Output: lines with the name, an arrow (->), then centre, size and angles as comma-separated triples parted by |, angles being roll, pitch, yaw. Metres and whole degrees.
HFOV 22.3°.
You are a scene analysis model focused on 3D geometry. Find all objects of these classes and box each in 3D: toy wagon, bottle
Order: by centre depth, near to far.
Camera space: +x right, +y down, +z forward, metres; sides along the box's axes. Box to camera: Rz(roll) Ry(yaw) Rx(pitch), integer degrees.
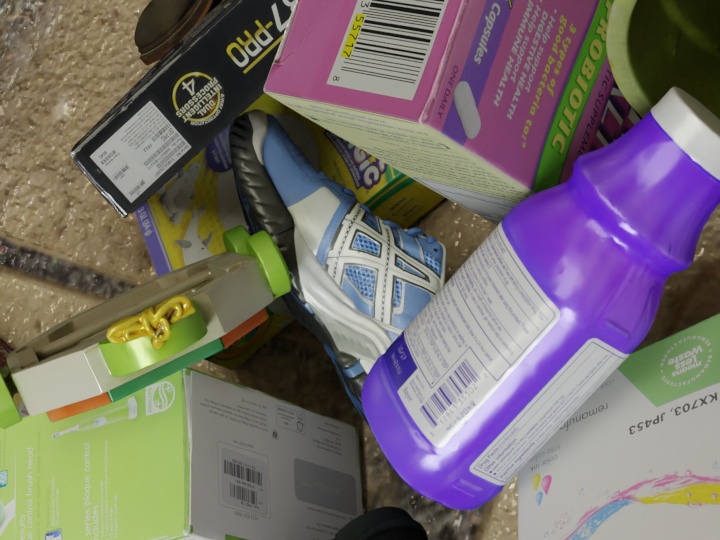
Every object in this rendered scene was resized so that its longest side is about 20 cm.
bottle -> 0.085, 0.010, 0.789 | 0.200, 0.065, 0.084 | -49, 38, 17
toy wagon -> -0.107, 0.030, 0.870 | 0.154, 0.040, 0.200 | -26, 9, -11

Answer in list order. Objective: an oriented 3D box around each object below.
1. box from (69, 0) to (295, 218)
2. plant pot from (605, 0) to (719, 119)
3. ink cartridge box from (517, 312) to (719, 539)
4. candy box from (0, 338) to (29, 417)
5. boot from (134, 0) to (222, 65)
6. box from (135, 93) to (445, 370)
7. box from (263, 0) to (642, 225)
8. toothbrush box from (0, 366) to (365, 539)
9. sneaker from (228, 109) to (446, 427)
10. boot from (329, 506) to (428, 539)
box -> -0.068, -0.115, 0.967 | 0.200, 0.049, 0.161 | -43, 12, -3
plant pot -> 0.209, -0.170, 0.787 | 0.199, 0.200, 0.192 | -15, 52, 33
ink cartridge box -> 0.129, 0.128, 0.758 | 0.116, 0.067, 0.201 | -27, 38, 28
candy box -> -0.272, 0.132, 1.122 | 0.116, 0.056, 0.201 | 31, 95, 41
boot -> -0.103, -0.198, 1.048 | 0.200, 0.097, 0.075 | -38, 11, 50
box -> -0.031, -0.050, 1.005 | 0.199, 0.048, 0.118 | -38, 55, 19
box -> 0.076, -0.122, 0.844 | 0.096, 0.199, 0.178 | 15, 83, 40
toothbrush box -> -0.117, 0.127, 0.943 | 0.199, 0.145, 0.087 | -17, 64, 32
sneaker -> 0.000, 0.000, 0.924 | 0.077, 0.076, 0.201 | -32, 80, -8
boot -> 0.011, 0.235, 0.851 | 0.162, 0.073, 0.199 | 43, 109, 42
